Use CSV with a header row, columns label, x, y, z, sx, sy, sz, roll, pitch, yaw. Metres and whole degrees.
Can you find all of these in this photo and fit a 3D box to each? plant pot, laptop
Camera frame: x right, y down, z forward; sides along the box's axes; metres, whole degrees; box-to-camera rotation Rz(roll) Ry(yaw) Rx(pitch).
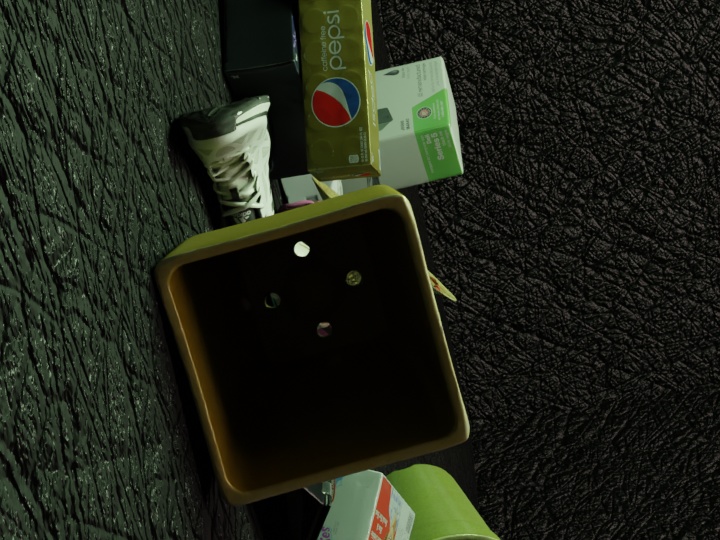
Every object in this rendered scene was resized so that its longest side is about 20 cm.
label,x,y,z,sx,sy,sz,roll,pitch,yaw
plant pot,0.085,0.343,2.063,0.190,0.198,0.201,-114,-172,-56
laptop,-0.087,0.150,1.496,0.188,0.115,0.201,-91,-163,-52
plant pot,-0.036,0.039,1.322,0.200,0.192,0.197,-95,170,-77

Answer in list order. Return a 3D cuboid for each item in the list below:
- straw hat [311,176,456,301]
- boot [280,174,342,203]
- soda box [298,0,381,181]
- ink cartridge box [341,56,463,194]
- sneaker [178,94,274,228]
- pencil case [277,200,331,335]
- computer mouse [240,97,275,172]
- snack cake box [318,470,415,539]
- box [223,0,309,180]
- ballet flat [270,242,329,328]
label,x,y,z,sx,sy,sz,roll,pitch,yaw
straw hat,0.000,0.000,1.738,0.201,0.085,0.201,40,5,-5
boot,-0.057,-0.100,1.934,0.096,0.073,0.202,-100,-174,-71
soda box,-0.022,-0.195,1.680,0.064,0.067,0.202,36,50,-77
ink cartridge box,0.019,-0.171,2.081,0.146,0.198,0.084,-93,168,-48
sneaker,-0.100,-0.085,1.441,0.201,0.075,0.116,-50,128,-85
pencil case,-0.035,0.023,1.827,0.094,0.090,0.202,126,-43,-81
computer mouse,-0.091,-0.079,1.700,0.059,0.034,0.202,-86,165,-68
snack cake box,-0.005,0.265,1.629,0.200,0.067,0.116,62,42,-68
box,-0.084,-0.210,1.761,0.200,0.078,0.142,69,17,-59
ballet flat,-0.068,0.000,1.652,0.200,0.062,0.068,68,13,-60
